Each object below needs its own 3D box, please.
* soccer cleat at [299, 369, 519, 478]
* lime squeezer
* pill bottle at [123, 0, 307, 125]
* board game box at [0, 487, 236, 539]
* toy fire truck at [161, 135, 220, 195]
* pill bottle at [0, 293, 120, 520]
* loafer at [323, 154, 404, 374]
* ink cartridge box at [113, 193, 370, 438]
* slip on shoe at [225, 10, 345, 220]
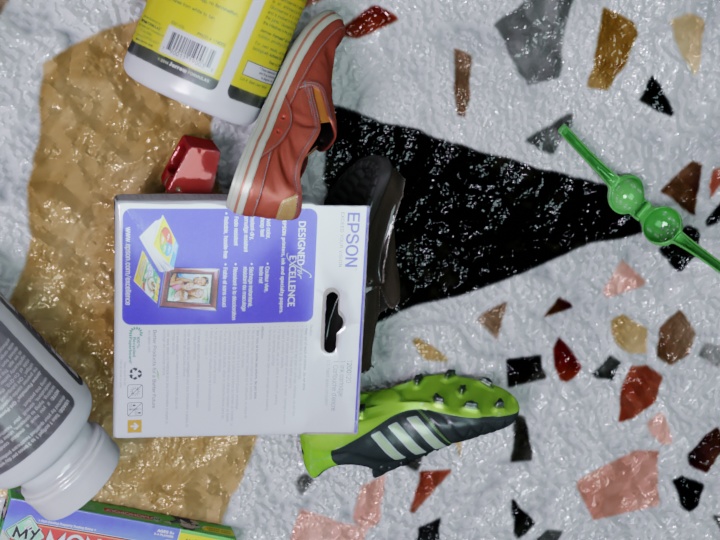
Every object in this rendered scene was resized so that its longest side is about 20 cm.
[{"bbox_3d":[0.042,0.138,1.252,0.199,0.068,0.081,-4,124,-15],"label":"soccer cleat"},{"bbox_3d":[0.248,-0.054,1.259,0.200,0.071,0.038,43,108,6],"label":"lime squeezer"},{"bbox_3d":[-0.093,-0.221,1.077,0.112,0.112,0.201,21,98,-21],"label":"pill bottle"},{"bbox_3d":[-0.220,0.268,1.218,0.199,0.029,0.135,14,101,-20],"label":"board game box"},{"bbox_3d":[-0.109,0.002,1.168,0.140,0.049,0.201,13,102,-19],"label":"toy fire truck"},{"bbox_3d":[-0.281,0.098,1.107,0.111,0.111,0.200,-40,112,-3],"label":"pill bottle"},{"bbox_3d":[0.000,0.000,1.197,0.071,0.073,0.201,9,107,-29],"label":"loafer"},{"bbox_3d":[-0.096,0.037,1.132,0.199,0.043,0.199,1,107,-10],"label":"ink cartridge box"},{"bbox_3d":[-0.046,-0.119,1.104,0.061,0.074,0.201,21,57,-2],"label":"slip on shoe"}]
